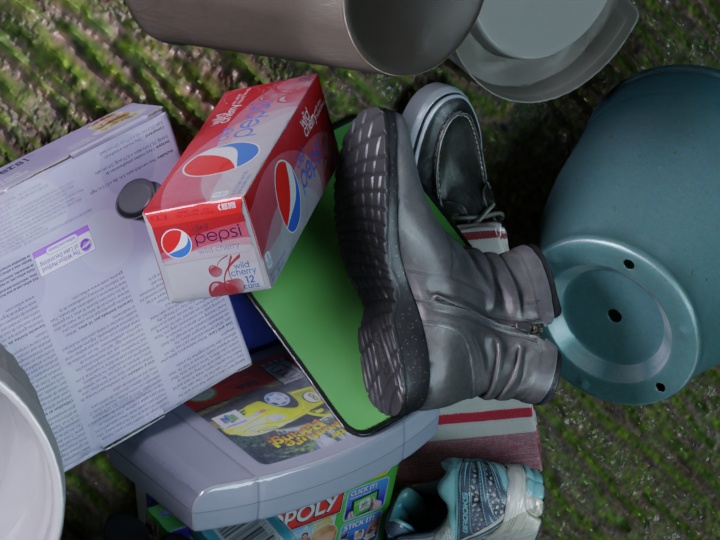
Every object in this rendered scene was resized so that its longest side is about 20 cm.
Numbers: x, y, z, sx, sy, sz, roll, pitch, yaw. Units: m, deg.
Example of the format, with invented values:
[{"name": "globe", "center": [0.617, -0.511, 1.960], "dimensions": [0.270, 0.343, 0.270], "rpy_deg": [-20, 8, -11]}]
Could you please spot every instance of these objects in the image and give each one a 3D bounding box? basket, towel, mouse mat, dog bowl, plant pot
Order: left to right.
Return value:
[{"name": "basket", "center": [-0.026, -0.197, 1.601], "dimensions": [0.136, 0.200, 0.181], "rpy_deg": [41, 79, -42]}, {"name": "mouse mat", "center": [0.000, 0.000, 1.732], "dimensions": [0.160, 0.200, 0.008], "rpy_deg": [-28, 163, -29]}, {"name": "towel", "center": [0.044, 0.060, 1.831], "dimensions": [0.143, 0.023, 0.201], "rpy_deg": [-6, 119, 9]}, {"name": "dog bowl", "center": [0.114, -0.219, 1.808], "dimensions": [0.199, 0.059, 0.201], "rpy_deg": [-17, 118, -35]}, {"name": "plant pot", "center": [0.207, -0.010, 1.836], "dimensions": [0.188, 0.199, 0.201], "rpy_deg": [-48, 135, -45]}]

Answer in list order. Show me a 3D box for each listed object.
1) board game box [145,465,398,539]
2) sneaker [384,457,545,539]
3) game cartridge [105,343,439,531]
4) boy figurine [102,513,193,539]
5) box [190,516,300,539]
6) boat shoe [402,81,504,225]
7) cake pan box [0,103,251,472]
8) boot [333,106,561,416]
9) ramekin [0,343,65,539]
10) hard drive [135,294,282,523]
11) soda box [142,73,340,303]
[{"name": "board game box", "center": [-0.067, 0.193, 1.817], "dimensions": [0.199, 0.029, 0.135], "rpy_deg": [-17, 134, -35]}, {"name": "sneaker", "center": [0.050, 0.189, 1.877], "dimensions": [0.086, 0.078, 0.200], "rpy_deg": [20, 136, -18]}, {"name": "game cartridge", "center": [-0.054, 0.103, 1.708], "dimensions": [0.199, 0.133, 0.041], "rpy_deg": [-20, 130, -34]}, {"name": "boy figurine", "center": [-0.176, 0.254, 1.730], "dimensions": [0.124, 0.065, 0.201], "rpy_deg": [24, 114, -10]}, {"name": "box", "center": [-0.058, 0.229, 1.767], "dimensions": [0.049, 0.082, 0.201], "rpy_deg": [-33, 141, -15]}, {"name": "boat shoe", "center": [0.071, -0.031, 1.838], "dimensions": [0.072, 0.071, 0.201], "rpy_deg": [-22, 120, -32]}, {"name": "cake pan box", "center": [-0.181, 0.020, 1.635], "dimensions": [0.199, 0.052, 0.185], "rpy_deg": [-30, 113, -24]}, {"name": "boot", "center": [0.059, -0.008, 1.695], "dimensions": [0.131, 0.070, 0.201], "rpy_deg": [-6, 92, -29]}, {"name": "ramekin", "center": [-0.271, 0.115, 1.539], "dimensions": [0.199, 0.105, 0.201], "rpy_deg": [-2, 110, -5]}, {"name": "hard drive", "center": [-0.097, 0.070, 1.767], "dimensions": [0.131, 0.025, 0.201], "rpy_deg": [-20, 119, -33]}, {"name": "soda box", "center": [-0.070, -0.054, 1.635], "dimensions": [0.200, 0.070, 0.064], "rpy_deg": [-66, 143, -62]}]
